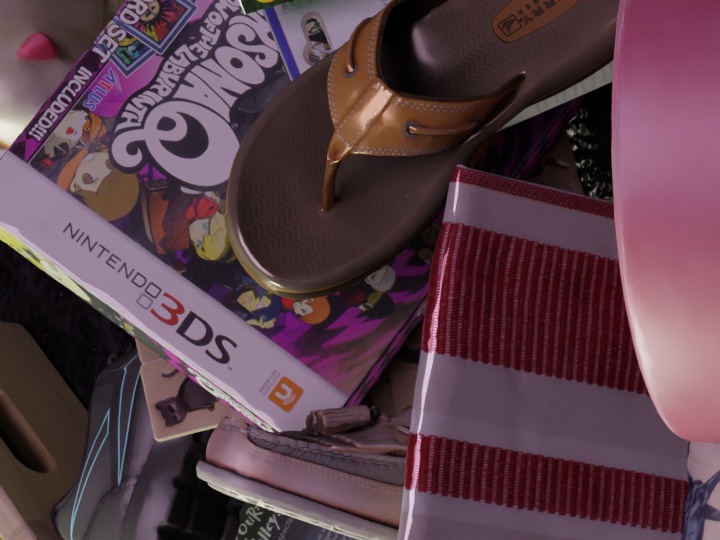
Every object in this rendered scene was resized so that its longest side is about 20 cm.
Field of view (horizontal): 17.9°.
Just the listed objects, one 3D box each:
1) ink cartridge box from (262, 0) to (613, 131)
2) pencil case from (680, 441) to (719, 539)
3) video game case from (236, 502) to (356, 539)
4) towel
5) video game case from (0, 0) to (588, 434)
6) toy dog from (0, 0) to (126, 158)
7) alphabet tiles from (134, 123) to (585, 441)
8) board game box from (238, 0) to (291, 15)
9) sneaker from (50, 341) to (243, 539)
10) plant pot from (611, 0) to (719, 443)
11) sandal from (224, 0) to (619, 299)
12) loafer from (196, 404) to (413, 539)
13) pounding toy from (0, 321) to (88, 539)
[{"bbox_3d":[0.063,-0.115,0.921,0.199,0.039,0.100,-22,72,3],"label":"ink cartridge box"},{"bbox_3d":[0.158,0.150,0.855,0.078,0.089,0.201,177,100,-80],"label":"pencil case"},{"bbox_3d":[-0.021,0.168,1.021,0.182,0.023,0.201,39,109,32],"label":"video game case"},{"bbox_3d":[0.078,0.072,0.874,0.023,0.143,0.201,-4,76,59],"label":"towel"},{"bbox_3d":[-0.033,-0.051,0.954,0.181,0.036,0.200,36,79,11],"label":"video game case"},{"bbox_3d":[-0.177,-0.120,1.036,0.194,0.139,0.201,-37,63,44],"label":"toy dog"},{"bbox_3d":[0.000,0.000,0.960,0.199,0.006,0.167,-14,74,-1],"label":"alphabet tiles"},{"bbox_3d":[-0.008,-0.191,0.952,0.104,0.024,0.201,-14,46,6],"label":"board game box"},{"bbox_3d":[-0.078,0.041,1.009,0.079,0.075,0.201,14,78,36],"label":"sneaker"},{"bbox_3d":[0.195,-0.039,0.787,0.178,0.200,0.201,0,86,21],"label":"plant pot"},{"bbox_3d":[0.027,-0.072,0.865,0.200,0.054,0.080,-38,73,-2],"label":"sandal"},{"bbox_3d":[0.031,0.080,0.895,0.072,0.199,0.063,15,87,64],"label":"loafer"},{"bbox_3d":[-0.232,0.126,1.106,0.200,0.142,0.184,49,113,29],"label":"pounding toy"}]
